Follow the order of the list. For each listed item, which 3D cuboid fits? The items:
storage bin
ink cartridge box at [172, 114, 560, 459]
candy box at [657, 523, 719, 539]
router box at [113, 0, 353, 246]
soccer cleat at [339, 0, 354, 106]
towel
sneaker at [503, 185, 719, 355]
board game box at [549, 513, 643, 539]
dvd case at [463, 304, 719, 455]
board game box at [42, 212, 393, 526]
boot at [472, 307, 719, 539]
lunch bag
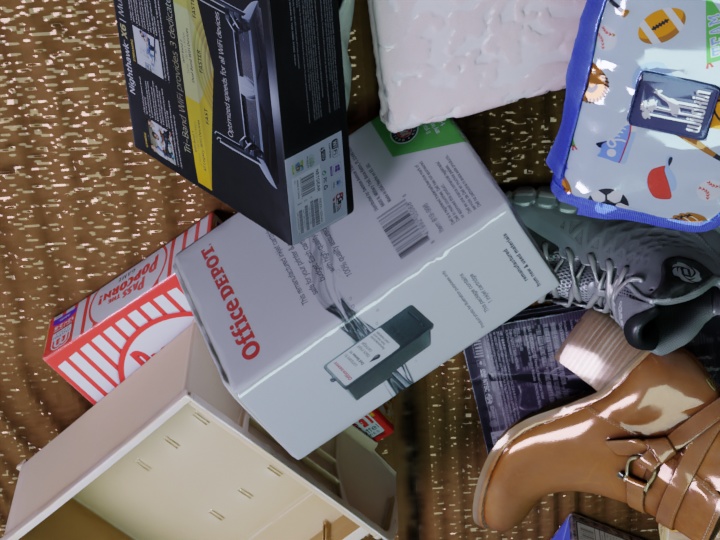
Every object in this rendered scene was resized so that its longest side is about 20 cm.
[{"bbox_3d":[-0.108,0.162,1.337,0.198,0.094,0.200,39,118,-25],"label":"storage bin"},{"bbox_3d":[0.000,0.000,1.210,0.200,0.147,0.083,-33,132,5],"label":"ink cartridge box"},{"bbox_3d":[0.313,0.152,1.395,0.199,0.055,0.116,-5,140,2],"label":"candy box"},{"bbox_3d":[-0.079,-0.135,1.143,0.052,0.157,0.200,-30,134,-31],"label":"router box"},{"bbox_3d":[-0.035,-0.144,1.180,0.069,0.078,0.200,5,126,-4],"label":"soccer cleat"},{"bbox_3d":[0.097,-0.187,1.149,0.199,0.032,0.191,-15,125,-8],"label":"towel"},{"bbox_3d":[0.149,0.005,1.265,0.199,0.116,0.075,-1,126,1],"label":"sneaker"},{"bbox_3d":[0.223,0.296,1.452,0.200,0.160,0.097,22,124,-15],"label":"board game box"},{"bbox_3d":[0.180,0.079,1.381,0.199,0.016,0.149,-9,125,8],"label":"dvd case"},{"bbox_3d":[-0.096,0.073,1.359,0.151,0.046,0.200,-33,120,22],"label":"board game box"},{"bbox_3d":[0.177,0.137,1.332,0.155,0.077,0.200,38,112,16],"label":"boot"},{"bbox_3d":[0.210,-0.119,1.134,0.200,0.124,0.170,-8,128,-26],"label":"lunch bag"}]
